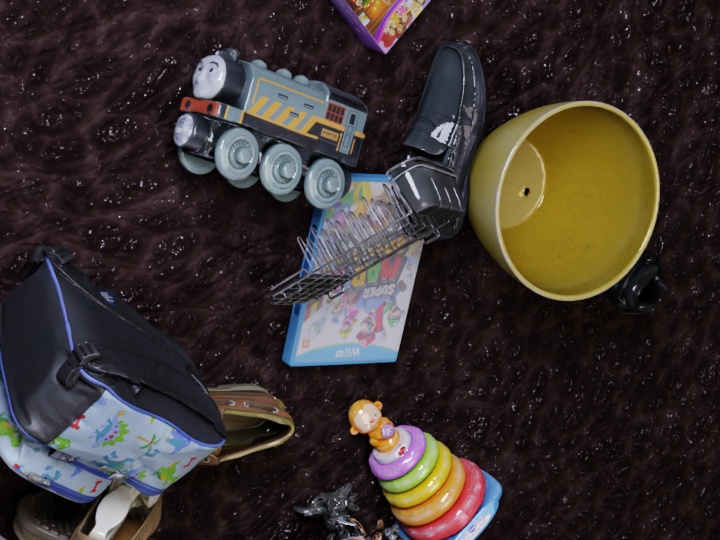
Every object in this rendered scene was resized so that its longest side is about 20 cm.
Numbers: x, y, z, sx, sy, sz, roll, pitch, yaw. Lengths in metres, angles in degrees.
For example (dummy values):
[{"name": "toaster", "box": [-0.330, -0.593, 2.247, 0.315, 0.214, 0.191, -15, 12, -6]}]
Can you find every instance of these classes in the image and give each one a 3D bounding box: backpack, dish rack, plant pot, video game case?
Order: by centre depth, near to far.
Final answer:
[{"name": "backpack", "box": [-0.230, 0.110, 1.493, 0.147, 0.183, 0.200, -42, 134, 14]}, {"name": "dish rack", "box": [0.001, -0.030, 1.612, 0.200, 0.055, 0.153, -32, 169, 15]}, {"name": "video game case", "box": [0.000, 0.000, 1.735, 0.143, 0.018, 0.201, 0, 110, -40]}, {"name": "plant pot", "box": [0.184, -0.081, 1.751, 0.200, 0.142, 0.201, -7, 104, -28]}]

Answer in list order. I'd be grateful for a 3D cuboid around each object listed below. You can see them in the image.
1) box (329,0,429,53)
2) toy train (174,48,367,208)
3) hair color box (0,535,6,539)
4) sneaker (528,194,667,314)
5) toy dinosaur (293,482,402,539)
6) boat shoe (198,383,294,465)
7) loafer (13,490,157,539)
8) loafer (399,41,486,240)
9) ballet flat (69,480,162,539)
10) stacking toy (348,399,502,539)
[{"name": "box", "box": [0.041, -0.324, 1.605, 0.200, 0.039, 0.137, -51, 133, -9]}, {"name": "toy train", "box": [-0.081, -0.128, 1.563, 0.200, 0.085, 0.114, 17, 87, -41]}, {"name": "hair color box", "box": [-0.296, 0.316, 1.582, 0.061, 0.100, 0.200, -50, 132, -9]}, {"name": "sneaker", "box": [0.267, -0.017, 1.882, 0.077, 0.111, 0.200, -54, 133, -6]}, {"name": "toy dinosaur", "box": [-0.010, 0.292, 1.773, 0.200, 0.136, 0.102, 31, 93, -33]}, {"name": "boat shoe", "box": [-0.155, 0.151, 1.642, 0.200, 0.068, 0.072, -12, 118, -34]}, {"name": "loafer", "box": [-0.252, 0.274, 1.612, 0.067, 0.076, 0.200, -45, 126, 16]}, {"name": "loafer", "box": [0.077, -0.128, 1.694, 0.070, 0.068, 0.201, 2, 100, -42]}, {"name": "ballet flat", "box": [-0.220, 0.219, 1.554, 0.200, 0.068, 0.072, -58, 171, -65]}, {"name": "stacking toy", "box": [0.051, 0.206, 1.829, 0.116, 0.110, 0.200, -45, 120, -11]}]
